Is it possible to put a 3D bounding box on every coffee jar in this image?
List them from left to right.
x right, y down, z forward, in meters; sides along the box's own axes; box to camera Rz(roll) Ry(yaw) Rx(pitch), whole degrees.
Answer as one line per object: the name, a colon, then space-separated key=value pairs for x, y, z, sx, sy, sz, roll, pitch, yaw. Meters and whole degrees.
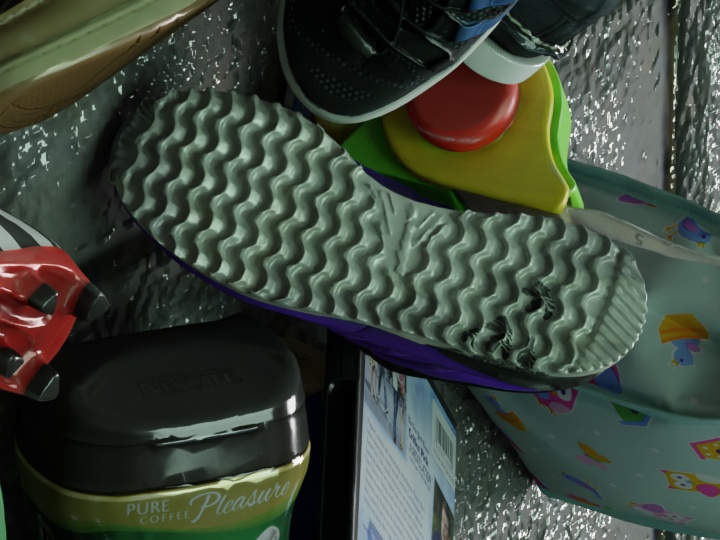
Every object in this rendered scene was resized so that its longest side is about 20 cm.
coffee jar: x=-0.072 y=0.116 z=1.048 sx=0.104 sy=0.085 sz=0.200 roll=-8 pitch=114 yaw=-25

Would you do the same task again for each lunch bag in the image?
lunch bag: x=0.155 y=0.047 z=1.272 sx=0.122 sy=0.200 sz=0.170 roll=-62 pitch=145 yaw=-18

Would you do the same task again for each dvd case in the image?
dvd case: x=0.010 y=0.116 z=1.129 sx=0.143 sy=0.018 sz=0.200 roll=60 pitch=28 yaw=-55

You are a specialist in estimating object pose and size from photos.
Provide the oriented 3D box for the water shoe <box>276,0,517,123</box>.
water shoe: x=0.034 y=-0.120 z=0.950 sx=0.200 sy=0.071 sz=0.079 roll=-46 pitch=-178 yaw=26

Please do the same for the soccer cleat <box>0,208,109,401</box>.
soccer cleat: x=-0.151 y=-0.014 z=0.875 sx=0.069 sy=0.085 sz=0.200 roll=-60 pitch=153 yaw=-2

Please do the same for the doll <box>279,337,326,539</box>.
doll: x=-0.028 y=0.129 z=1.167 sx=0.136 sy=0.048 sz=0.200 roll=-35 pitch=131 yaw=-44

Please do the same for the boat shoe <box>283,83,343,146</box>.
boat shoe: x=0.031 y=-0.099 z=1.136 sx=0.072 sy=0.072 sz=0.200 roll=33 pitch=76 yaw=-57

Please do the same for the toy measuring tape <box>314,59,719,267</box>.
toy measuring tape: x=0.078 y=-0.047 z=1.063 sx=0.074 sy=0.200 sz=0.074 roll=15 pitch=90 yaw=-72

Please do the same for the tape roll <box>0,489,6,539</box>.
tape roll: x=-0.194 y=0.114 z=0.907 sx=0.200 sy=0.048 sz=0.201 roll=-29 pitch=126 yaw=-49

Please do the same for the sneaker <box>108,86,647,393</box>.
sneaker: x=0.000 y=0.001 z=1.061 sx=0.100 sy=0.200 sz=0.070 roll=113 pitch=0 yaw=-75

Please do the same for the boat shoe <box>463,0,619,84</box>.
boat shoe: x=0.044 y=-0.167 z=1.046 sx=0.076 sy=0.060 sz=0.200 roll=-3 pitch=67 yaw=-49

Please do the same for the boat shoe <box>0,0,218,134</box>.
boat shoe: x=-0.079 y=-0.108 z=0.980 sx=0.063 sy=0.073 sz=0.200 roll=54 pitch=42 yaw=-5
